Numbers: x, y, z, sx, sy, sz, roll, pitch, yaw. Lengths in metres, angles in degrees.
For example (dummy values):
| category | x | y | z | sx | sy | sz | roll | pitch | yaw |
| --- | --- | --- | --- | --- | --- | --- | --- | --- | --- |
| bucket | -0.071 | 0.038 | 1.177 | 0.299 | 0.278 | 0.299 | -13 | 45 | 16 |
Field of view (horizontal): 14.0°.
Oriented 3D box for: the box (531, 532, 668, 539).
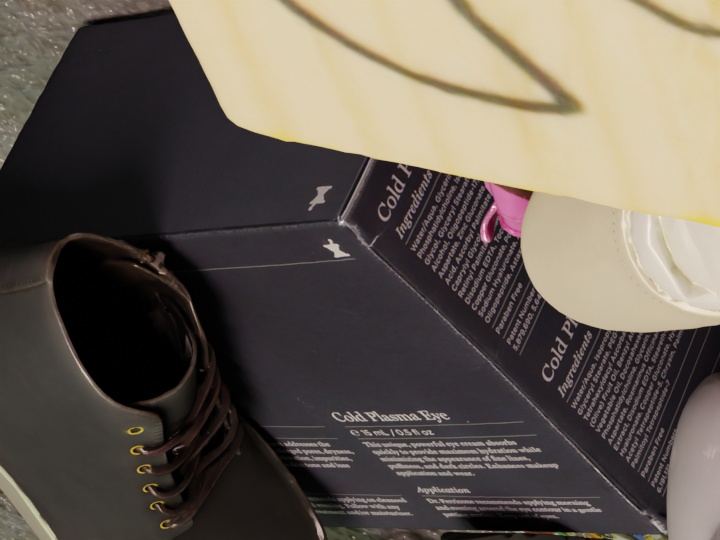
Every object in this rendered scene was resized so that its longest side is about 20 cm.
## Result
| category | x | y | z | sx | sy | sz | roll | pitch | yaw |
| --- | --- | --- | --- | --- | --- | --- | --- | --- | --- |
| box | 0.142 | 0.097 | 1.144 | 0.199 | 0.038 | 0.137 | 26 | 155 | -2 |

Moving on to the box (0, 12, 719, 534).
| category | x | y | z | sx | sy | sz | roll | pitch | yaw |
| --- | --- | --- | --- | --- | --- | --- | --- | --- | --- |
| box | 0.000 | 0.000 | 1.015 | 0.200 | 0.104 | 0.182 | -3 | 143 | 45 |

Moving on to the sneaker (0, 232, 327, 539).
| category | x | y | z | sx | sy | sz | roll | pitch | yaw |
| --- | --- | --- | --- | --- | --- | --- | --- | --- | --- |
| sneaker | -0.065 | 0.063 | 0.981 | 0.200 | 0.075 | 0.106 | 41 | 154 | -27 |

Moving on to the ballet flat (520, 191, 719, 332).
| category | x | y | z | sx | sy | sz | roll | pitch | yaw |
| --- | --- | --- | --- | --- | --- | --- | --- | --- | --- |
| ballet flat | 0.116 | -0.033 | 0.683 | 0.200 | 0.070 | 0.069 | -32 | 124 | 26 |

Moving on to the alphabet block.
| category | x | y | z | sx | sy | sz | roll | pitch | yaw |
| --- | --- | --- | --- | --- | --- | --- | --- | --- | --- |
| alphabet block | 0.060 | -0.145 | 0.585 | 0.195 | 0.197 | 0.200 | 14 | 152 | 27 |

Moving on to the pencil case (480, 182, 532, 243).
| category | x | y | z | sx | sy | sz | roll | pitch | yaw |
| --- | --- | --- | --- | --- | --- | --- | --- | --- | --- |
| pencil case | 0.135 | -0.024 | 0.860 | 0.199 | 0.094 | 0.091 | 19 | 178 | 16 |

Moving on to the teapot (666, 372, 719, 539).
| category | x | y | z | sx | sy | sz | roll | pitch | yaw |
| --- | --- | --- | --- | --- | --- | --- | --- | --- | --- |
| teapot | 0.190 | 0.110 | 0.936 | 0.199 | 0.147 | 0.197 | 3 | 180 | 4 |

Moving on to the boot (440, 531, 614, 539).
| category | x | y | z | sx | sy | sz | roll | pitch | yaw |
| --- | --- | --- | --- | --- | --- | --- | --- | --- | --- |
| boot | 0.103 | 0.163 | 1.043 | 0.199 | 0.131 | 0.068 | 7 | 173 | -31 |
